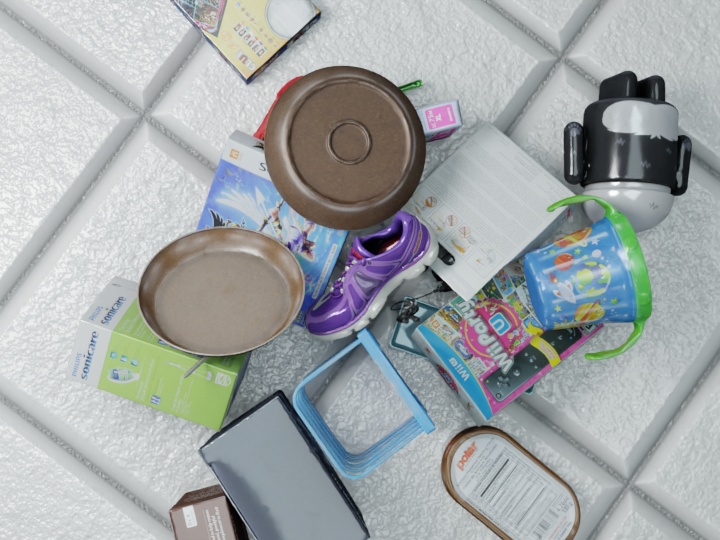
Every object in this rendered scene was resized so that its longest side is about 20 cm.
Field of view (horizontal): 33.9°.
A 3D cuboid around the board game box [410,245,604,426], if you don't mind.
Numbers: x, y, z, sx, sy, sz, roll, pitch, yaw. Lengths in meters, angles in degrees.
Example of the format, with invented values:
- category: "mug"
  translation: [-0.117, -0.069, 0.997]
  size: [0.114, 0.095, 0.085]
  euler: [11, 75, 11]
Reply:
- category: "board game box"
  translation: [0.186, 0.078, 1.504]
  size: [0.199, 0.064, 0.148]
  euler: [-37, 83, -12]

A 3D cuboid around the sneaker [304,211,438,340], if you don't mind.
- category: "sneaker"
  translation: [0.000, 0.000, 1.440]
  size: [0.200, 0.081, 0.083]
  euler: [-44, 130, 9]

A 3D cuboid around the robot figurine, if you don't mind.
- category: "robot figurine"
  translation: [0.343, -0.149, 1.515]
  size: [0.149, 0.125, 0.202]
  euler: [2, 86, 21]

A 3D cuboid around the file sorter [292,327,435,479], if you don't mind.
- category: "file sorter"
  translation: [-0.001, 0.161, 1.442]
  size: [0.122, 0.200, 0.139]
  euler: [-35, 88, 0]

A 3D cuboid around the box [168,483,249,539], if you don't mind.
- category: "box"
  translation: [-0.177, 0.316, 1.421]
  size: [0.074, 0.200, 0.101]
  euler: [-14, 87, -3]

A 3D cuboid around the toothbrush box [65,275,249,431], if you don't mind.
- category: "toothbrush box"
  translation: [-0.239, 0.098, 1.452]
  size: [0.198, 0.146, 0.087]
  euler: [20, 112, -2]

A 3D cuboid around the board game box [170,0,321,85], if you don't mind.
- category: "board game box"
  translation: [-0.167, -0.364, 1.549]
  size: [0.135, 0.035, 0.200]
  euler: [-42, 89, -5]

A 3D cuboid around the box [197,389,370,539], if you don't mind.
- category: "box"
  translation: [-0.090, 0.259, 1.429]
  size: [0.117, 0.200, 0.198]
  euler: [-34, 89, -4]

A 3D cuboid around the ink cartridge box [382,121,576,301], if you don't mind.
- category: "ink cartridge box"
  translation: [0.152, -0.070, 1.502]
  size: [0.200, 0.050, 0.162]
  euler: [-43, 70, -10]

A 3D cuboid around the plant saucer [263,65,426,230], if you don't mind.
- category: "plant saucer"
  translation: [-0.016, -0.150, 1.412]
  size: [0.198, 0.034, 0.203]
  euler: [1, 84, -7]

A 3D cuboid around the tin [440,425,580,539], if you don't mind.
- category: "tin"
  translation: [0.195, 0.284, 1.522]
  size: [0.199, 0.042, 0.112]
  euler: [38, 81, 0]

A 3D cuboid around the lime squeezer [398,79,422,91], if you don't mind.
- category: "lime squeezer"
  translation: [-0.010, -0.210, 1.517]
  size: [0.199, 0.070, 0.038]
  euler: [-21, 110, -41]

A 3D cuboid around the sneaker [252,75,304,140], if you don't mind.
- category: "sneaker"
  translation: [-0.117, -0.163, 1.497]
  size: [0.078, 0.116, 0.202]
  euler: [24, 84, 0]

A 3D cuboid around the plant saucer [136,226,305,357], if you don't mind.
- category: "plant saucer"
  translation: [-0.164, 0.029, 1.405]
  size: [0.198, 0.032, 0.201]
  euler: [0, 49, 0]

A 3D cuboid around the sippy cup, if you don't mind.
- category: "sippy cup"
  translation: [0.271, 0.011, 1.438]
  size: [0.129, 0.140, 0.179]
  euler: [-16, 60, 1]

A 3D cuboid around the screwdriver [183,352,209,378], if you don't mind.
- category: "screwdriver"
  translation: [-0.154, 0.077, 1.411]
  size: [0.029, 0.200, 0.028]
  euler: [-15, 107, 27]

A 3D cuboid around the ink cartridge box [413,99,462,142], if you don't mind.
- category: "ink cartridge box"
  translation: [0.024, -0.169, 1.502]
  size: [0.198, 0.119, 0.042]
  euler: [-12, 90, -4]

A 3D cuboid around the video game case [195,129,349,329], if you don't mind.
- category: "video game case"
  translation: [-0.111, -0.049, 1.482]
  size: [0.180, 0.046, 0.201]
  euler: [23, 114, 1]

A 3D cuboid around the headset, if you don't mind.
- category: "headset"
  translation: [0.100, -0.020, 1.506]
  size: [0.123, 0.094, 0.201]
  euler: [30, 73, 4]

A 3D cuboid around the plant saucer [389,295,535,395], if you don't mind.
- category: "plant saucer"
  translation: [0.140, 0.098, 1.541]
  size: [0.198, 0.019, 0.071]
  euler: [19, 86, 0]
